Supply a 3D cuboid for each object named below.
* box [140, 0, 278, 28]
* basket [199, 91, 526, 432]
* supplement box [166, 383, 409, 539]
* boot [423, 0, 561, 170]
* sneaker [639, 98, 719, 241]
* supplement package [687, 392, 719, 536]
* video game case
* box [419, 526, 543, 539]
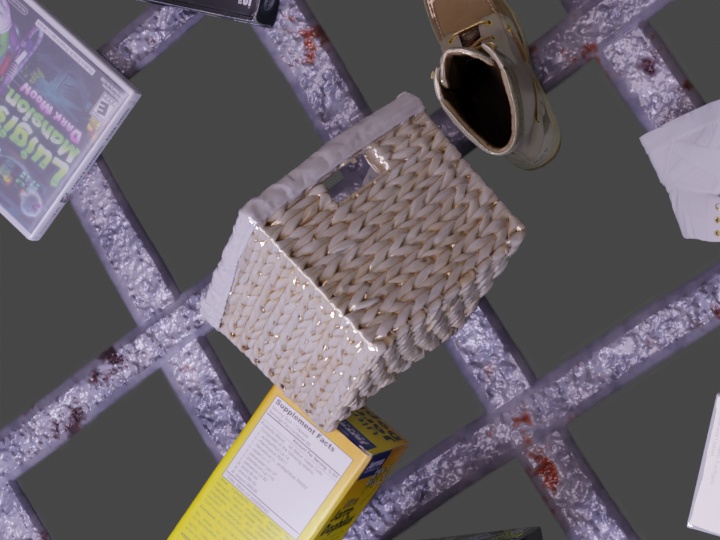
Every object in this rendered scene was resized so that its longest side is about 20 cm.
[{"bbox_3d":[-0.137,-0.338,1.532,0.159,0.043,0.202,15,95,20],"label":"box"},{"bbox_3d":[0.000,0.000,1.371,0.198,0.200,0.161,-37,79,-28],"label":"basket"},{"bbox_3d":[-0.067,0.202,1.473,0.109,0.109,0.201,39,103,15],"label":"supplement box"},{"bbox_3d":[0.095,-0.180,1.389,0.072,0.155,0.201,-28,81,17],"label":"boot"},{"bbox_3d":[0.311,-0.085,1.319,0.073,0.200,0.116,-19,87,-26],"label":"sneaker"},{"bbox_3d":[0.374,0.170,1.313,0.199,0.109,0.115,13,95,19],"label":"supplement package"},{"bbox_3d":[-0.334,-0.162,1.614,0.200,0.023,0.182,41,103,15],"label":"video game case"},{"bbox_3d":[0.056,0.257,1.380,0.159,0.200,0.045,-10,87,19],"label":"box"}]
